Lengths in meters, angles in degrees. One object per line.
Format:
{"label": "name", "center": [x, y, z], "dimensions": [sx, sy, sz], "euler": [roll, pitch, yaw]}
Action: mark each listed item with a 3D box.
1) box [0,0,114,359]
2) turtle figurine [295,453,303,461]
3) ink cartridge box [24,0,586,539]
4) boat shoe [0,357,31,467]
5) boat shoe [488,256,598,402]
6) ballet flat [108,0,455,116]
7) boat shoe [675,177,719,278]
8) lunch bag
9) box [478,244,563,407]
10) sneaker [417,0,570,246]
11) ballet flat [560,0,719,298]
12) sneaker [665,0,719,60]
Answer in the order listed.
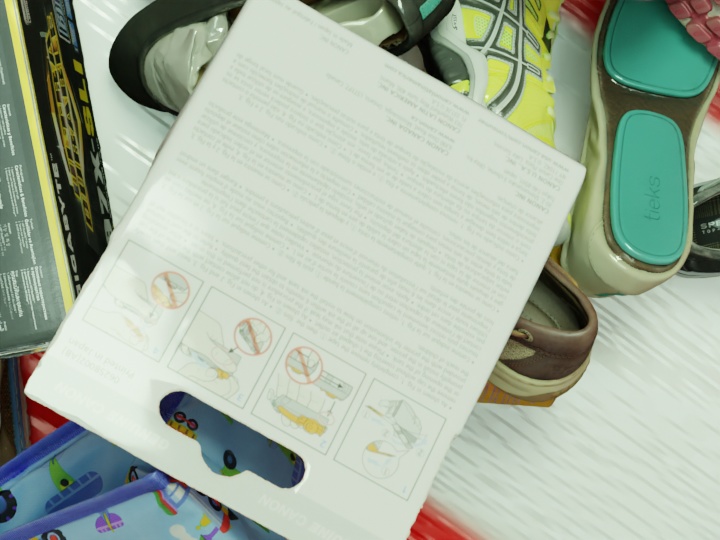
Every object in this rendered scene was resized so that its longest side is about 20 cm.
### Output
{"label": "box", "center": [-0.156, -0.066, 0.739], "dimensions": [0.049, 0.160, 0.200], "euler": [-10, 92, -2]}
{"label": "turtle figurine", "center": [-0.057, 0.127, 0.780], "dimensions": [0.200, 0.101, 0.150], "euler": [40, 106, -15]}
{"label": "ink cartridge box", "center": [-0.020, 0.003, 0.650], "dimensions": [0.162, 0.057, 0.200], "euler": [30, 75, -5]}
{"label": "boat shoe", "center": [-0.203, 0.024, 0.784], "dimensions": [0.072, 0.072, 0.200], "euler": [-13, 93, -1]}
{"label": "boat shoe", "center": [0.028, -0.022, 0.735], "dimensions": [0.200, 0.072, 0.072], "euler": [42, 70, 14]}
{"label": "ballet flat", "center": [-0.048, -0.106, 0.740], "dimensions": [0.200, 0.068, 0.068], "euler": [-17, 127, 32]}
{"label": "boat shoe", "center": [0.245, -0.032, 0.794], "dimensions": [0.200, 0.071, 0.072], "euler": [-17, 93, -1]}
{"label": "lunch bag", "center": [-0.110, 0.148, 0.700], "dimensions": [0.200, 0.094, 0.151], "euler": [-29, 116, 22]}
{"label": "box", "center": [0.000, 0.000, 0.784], "dimensions": [0.200, 0.041, 0.119], "euler": [4, 67, 0]}
{"label": "sneaker", "center": [0.068, -0.107, 0.767], "dimensions": [0.076, 0.075, 0.200], "euler": [-17, 76, -5]}
{"label": "ballet flat", "center": [0.136, -0.073, 0.787], "dimensions": [0.069, 0.069, 0.200], "euler": [18, 63, -2]}
{"label": "sneaker", "center": [0.172, -0.188, 0.769], "dimensions": [0.081, 0.075, 0.200], "euler": [-32, 85, 39]}
